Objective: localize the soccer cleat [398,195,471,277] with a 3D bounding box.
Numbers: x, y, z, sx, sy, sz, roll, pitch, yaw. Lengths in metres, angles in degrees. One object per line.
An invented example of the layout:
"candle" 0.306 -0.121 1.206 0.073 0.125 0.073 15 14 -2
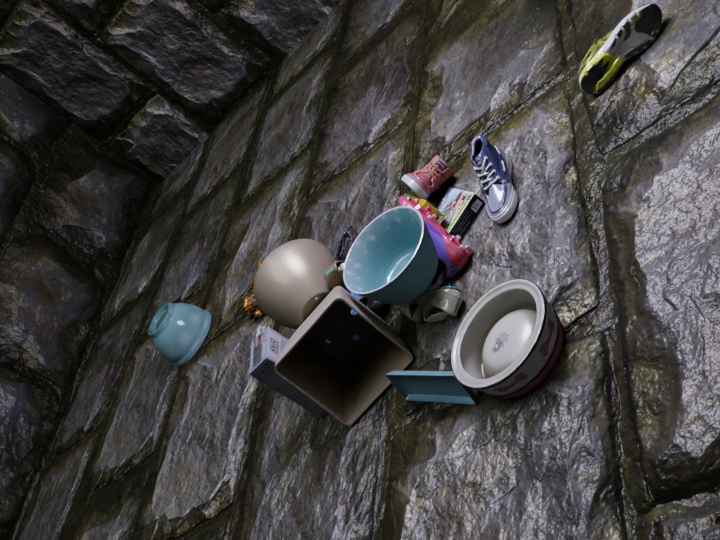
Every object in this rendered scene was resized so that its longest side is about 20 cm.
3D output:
"soccer cleat" 0.137 -0.073 1.675 0.200 0.066 0.077 44 109 23

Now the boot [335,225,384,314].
"boot" 0.000 0.000 1.835 0.070 0.131 0.201 -46 25 32

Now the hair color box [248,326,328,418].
"hair color box" -0.137 0.214 1.739 0.061 0.199 0.100 -42 28 23

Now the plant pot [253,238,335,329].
"plant pot" -0.117 0.052 1.808 0.201 0.200 0.135 -51 43 6

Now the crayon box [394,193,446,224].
"crayon box" 0.104 -0.094 1.794 0.128 0.051 0.200 -55 16 0

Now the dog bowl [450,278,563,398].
"dog bowl" 0.243 0.118 1.354 0.200 0.073 0.201 -39 30 29

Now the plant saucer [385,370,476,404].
"plant saucer" 0.124 0.203 1.465 0.019 0.070 0.199 -48 20 -27

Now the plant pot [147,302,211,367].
"plant pot" -0.582 0.183 2.617 0.200 0.134 0.201 -40 28 27

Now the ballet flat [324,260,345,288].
"ballet flat" 0.019 -0.007 1.760 0.073 0.198 0.068 119 139 -51

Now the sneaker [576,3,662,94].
"sneaker" 0.486 -0.435 1.596 0.200 0.074 0.085 -46 27 19

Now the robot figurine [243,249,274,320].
"robot figurine" -0.269 0.044 2.331 0.144 0.058 0.202 -30 35 43

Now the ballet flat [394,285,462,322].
"ballet flat" 0.121 0.071 1.633 0.199 0.067 0.063 -13 60 55

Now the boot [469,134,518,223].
"boot" 0.258 -0.184 1.667 0.073 0.090 0.201 -37 31 31

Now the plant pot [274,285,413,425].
"plant pot" -0.037 0.147 1.678 0.200 0.199 0.177 -47 17 14

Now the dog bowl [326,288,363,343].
"dog bowl" -0.032 0.104 1.867 0.111 0.049 0.201 -39 30 29

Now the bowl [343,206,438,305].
"bowl" 0.072 -0.013 1.616 0.200 0.105 0.202 -30 39 27

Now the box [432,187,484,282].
"box" 0.171 -0.077 1.752 0.201 0.035 0.110 -57 25 -4

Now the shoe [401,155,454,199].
"shoe" 0.151 -0.209 1.837 0.091 0.071 0.200 -46 -5 10
